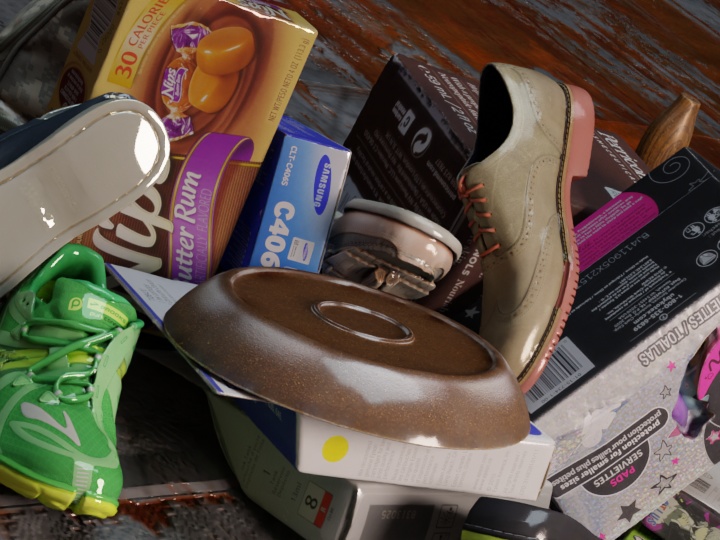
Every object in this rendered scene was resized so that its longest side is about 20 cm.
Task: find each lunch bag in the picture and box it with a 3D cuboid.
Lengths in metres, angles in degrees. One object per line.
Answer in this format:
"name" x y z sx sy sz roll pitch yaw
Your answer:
"lunch bag" -0.155 -0.118 1.288 0.139 0.168 0.200 28 20 -4

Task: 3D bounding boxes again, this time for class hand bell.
"hand bell" 0.190 -0.038 1.508 0.104 0.201 0.104 25 21 -11

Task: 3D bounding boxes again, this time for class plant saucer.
"plant saucer" -0.002 0.039 1.080 0.199 0.032 0.200 17 13 -4

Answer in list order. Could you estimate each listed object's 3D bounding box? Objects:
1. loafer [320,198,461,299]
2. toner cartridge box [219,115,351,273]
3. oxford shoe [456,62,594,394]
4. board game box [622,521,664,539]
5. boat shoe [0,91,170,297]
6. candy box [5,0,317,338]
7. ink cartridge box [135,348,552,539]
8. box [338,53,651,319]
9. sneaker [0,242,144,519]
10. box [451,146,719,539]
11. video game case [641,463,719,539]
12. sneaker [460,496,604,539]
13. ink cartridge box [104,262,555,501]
"loafer" 0.000 0.000 1.228 0.072 0.063 0.200 30 -9 -18
"toner cartridge box" -0.057 -0.044 1.268 0.043 0.096 0.200 13 7 -14
"oxford shoe" 0.080 -0.024 1.188 0.074 0.070 0.201 22 61 -26
"board game box" 0.234 0.219 1.215 0.199 0.030 0.095 31 18 12
"boat shoe" -0.193 -0.032 1.078 0.075 0.199 0.062 59 -14 -19
"candy box" -0.119 -0.068 1.170 0.116 0.201 0.056 16 16 -31
"ink cartridge box" -0.016 0.101 1.169 0.161 0.051 0.199 6 13 -45
"box" 0.089 -0.012 1.365 0.199 0.165 0.166 16 24 -31
"sneaker" -0.150 0.049 1.030 0.074 0.084 0.200 20 23 -23
"box" 0.167 0.047 1.233 0.115 0.199 0.132 56 -4 -34
"video game case" 0.272 0.180 1.303 0.181 0.036 0.200 34 11 12
"sneaker" 0.097 0.177 1.095 0.071 0.083 0.200 6 -15 33
"ink cartridge box" -0.025 0.061 1.123 0.199 0.047 0.198 9 15 -26
